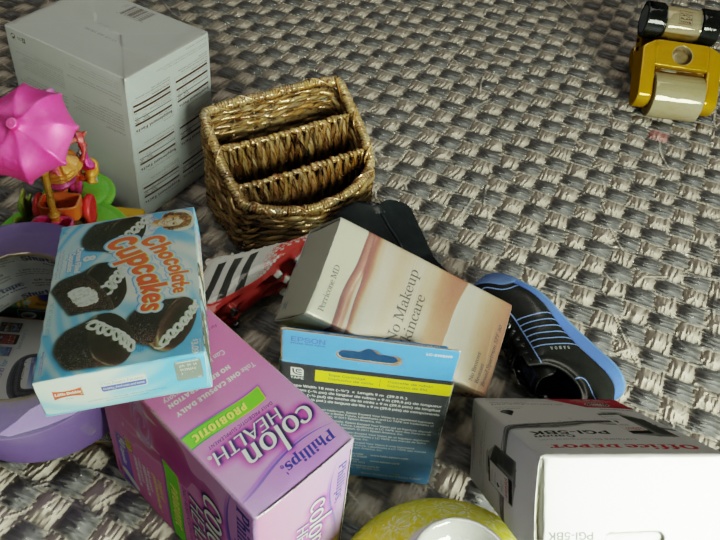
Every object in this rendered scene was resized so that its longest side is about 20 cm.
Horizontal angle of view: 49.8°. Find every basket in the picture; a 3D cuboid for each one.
[{"bbox_3d":[-0.081,-0.127,0.945,0.200,0.149,0.143,-19,49,-25],"label":"basket"}]

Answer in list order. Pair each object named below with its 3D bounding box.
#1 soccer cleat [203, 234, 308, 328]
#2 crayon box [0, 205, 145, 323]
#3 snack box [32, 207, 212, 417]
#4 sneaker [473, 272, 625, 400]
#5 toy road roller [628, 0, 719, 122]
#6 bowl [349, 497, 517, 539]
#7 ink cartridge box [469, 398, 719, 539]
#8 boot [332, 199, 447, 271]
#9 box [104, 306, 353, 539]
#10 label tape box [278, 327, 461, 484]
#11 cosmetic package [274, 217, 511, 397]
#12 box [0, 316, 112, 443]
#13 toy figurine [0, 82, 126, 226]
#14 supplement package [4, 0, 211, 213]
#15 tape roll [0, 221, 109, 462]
[{"bbox_3d":[-0.126,0.004,0.864,0.085,0.069,0.200,38,57,24],"label":"soccer cleat"},{"bbox_3d":[-0.317,-0.014,0.870,0.125,0.052,0.200,5,43,-2],"label":"crayon box"},{"bbox_3d":[-0.181,0.022,0.606,0.116,0.037,0.200,-10,36,-9],"label":"snack box"},{"bbox_3d":[0.181,0.079,0.818,0.078,0.070,0.200,-24,52,-36],"label":"sneaker"},{"bbox_3d":[0.501,-0.330,1.266,0.123,0.146,0.201,8,81,2],"label":"toy road roller"},{"bbox_3d":[0.071,0.253,0.599,0.200,0.108,0.200,4,44,-4],"label":"bowl"},{"bbox_3d":[0.184,0.165,0.642,0.146,0.083,0.200,1,2,-6],"label":"ink cartridge box"},{"bbox_3d":[0.000,0.000,0.874,0.200,0.077,0.168,-13,48,-22],"label":"boot"},{"bbox_3d":[-0.113,0.151,0.633,0.200,0.176,0.097,36,51,27],"label":"box"},{"bbox_3d":[0.003,0.102,0.679,0.144,0.200,0.063,7,44,0],"label":"label tape box"},{"bbox_3d":[0.034,0.040,0.747,0.200,0.087,0.104,25,73,-19],"label":"cosmetic package"},{"bbox_3d":[-0.304,0.105,0.758,0.199,0.042,0.119,6,44,-4],"label":"box"},{"bbox_3d":[-0.318,-0.111,0.801,0.150,0.184,0.200,2,44,-4],"label":"toy figurine"},{"bbox_3d":[-0.302,-0.210,0.968,0.191,0.200,0.147,27,47,19],"label":"supplement package"},{"bbox_3d":[-0.295,0.063,0.693,0.199,0.085,0.200,2,64,-4],"label":"tape roll"}]
